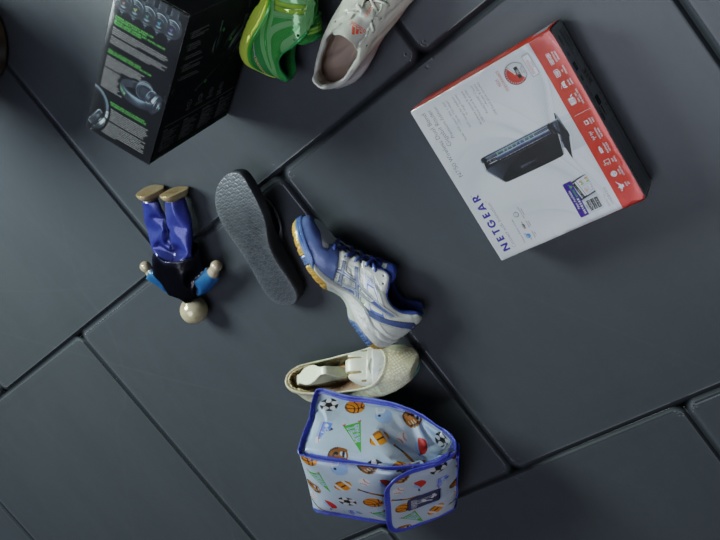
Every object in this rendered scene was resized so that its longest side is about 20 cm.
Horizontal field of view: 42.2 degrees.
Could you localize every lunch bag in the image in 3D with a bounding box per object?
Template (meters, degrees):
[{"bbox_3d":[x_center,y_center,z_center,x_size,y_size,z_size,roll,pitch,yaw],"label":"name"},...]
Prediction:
[{"bbox_3d":[0.030,0.257,1.223,0.199,0.124,0.170,7,142,10],"label":"lunch bag"}]

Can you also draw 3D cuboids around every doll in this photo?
[{"bbox_3d":[-0.245,-0.015,1.271,0.136,0.048,0.201,5,118,25],"label":"doll"}]

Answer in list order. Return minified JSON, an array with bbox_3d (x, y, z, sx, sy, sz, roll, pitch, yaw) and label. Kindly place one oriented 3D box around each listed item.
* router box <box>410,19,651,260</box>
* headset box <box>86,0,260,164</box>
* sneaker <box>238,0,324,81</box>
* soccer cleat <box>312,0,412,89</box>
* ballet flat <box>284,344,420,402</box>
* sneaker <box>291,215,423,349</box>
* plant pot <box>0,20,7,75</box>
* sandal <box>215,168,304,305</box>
[{"bbox_3d":[0.181,-0.132,0.996,0.179,0.049,0.200,-26,104,34],"label":"router box"},{"bbox_3d":[-0.202,-0.249,1.040,0.093,0.174,0.200,31,127,7],"label":"headset box"},{"bbox_3d":[-0.067,-0.293,1.017,0.083,0.074,0.200,36,136,7],"label":"sneaker"},{"bbox_3d":[0.008,-0.274,0.983,0.069,0.078,0.200,34,126,5],"label":"soccer cleat"},{"bbox_3d":[-0.016,0.138,1.225,0.200,0.068,0.062,-19,151,33],"label":"ballet flat"},{"bbox_3d":[0.000,0.000,1.155,0.088,0.075,0.200,-33,107,24],"label":"sneaker"},{"bbox_3d":[-0.575,-0.280,1.192,0.200,0.198,0.201,12,122,21],"label":"plant pot"},{"bbox_3d":[-0.128,-0.046,1.208,0.076,0.043,0.201,2,127,33],"label":"sandal"}]
